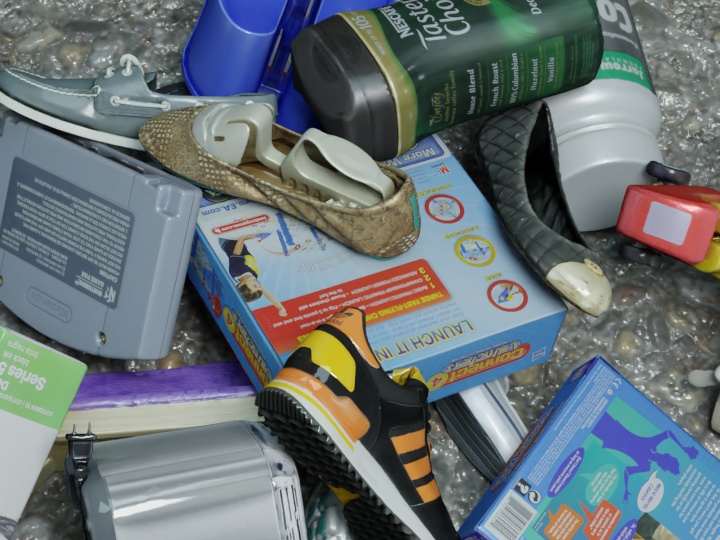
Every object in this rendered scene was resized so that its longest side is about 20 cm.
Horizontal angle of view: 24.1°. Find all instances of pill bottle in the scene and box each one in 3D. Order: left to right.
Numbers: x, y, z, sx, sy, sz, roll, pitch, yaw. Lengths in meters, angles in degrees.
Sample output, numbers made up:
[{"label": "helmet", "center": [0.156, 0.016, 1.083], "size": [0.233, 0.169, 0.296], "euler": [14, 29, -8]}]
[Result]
[{"label": "pill bottle", "center": [0.159, -0.137, 1.255], "size": [0.113, 0.113, 0.200], "euler": [-7, 61, -8]}]

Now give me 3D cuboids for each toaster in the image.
[{"label": "toaster", "center": [-0.104, 0.172, 1.024], "size": [0.129, 0.114, 0.200], "euler": [-11, 105, -17]}]

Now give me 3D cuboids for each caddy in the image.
[{"label": "caddy", "center": [-0.052, -0.174, 1.265], "size": [0.141, 0.105, 0.200], "euler": [22, 44, -6]}]

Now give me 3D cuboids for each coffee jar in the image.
[{"label": "coffee jar", "center": [0.057, -0.145, 1.145], "size": [0.200, 0.085, 0.104], "euler": [-23, 53, -16]}]

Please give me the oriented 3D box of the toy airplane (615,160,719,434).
[{"label": "toy airplane", "center": [0.291, -0.008, 1.146], "size": [0.199, 0.141, 0.200], "euler": [-29, 109, -8]}]

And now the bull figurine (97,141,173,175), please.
[{"label": "bull figurine", "center": [-0.104, -0.041, 1.208], "size": [0.200, 0.065, 0.121], "euler": [34, 57, 10]}]

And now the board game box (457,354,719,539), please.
[{"label": "board game box", "center": [0.180, 0.177, 1.080], "size": [0.200, 0.045, 0.152], "euler": [41, 64, -1]}]

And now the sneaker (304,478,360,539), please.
[{"label": "sneaker", "center": [0.009, 0.214, 1.075], "size": [0.091, 0.078, 0.200], "euler": [8, 61, -18]}]

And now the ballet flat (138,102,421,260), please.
[{"label": "ballet flat", "center": [-0.049, -0.074, 1.090], "size": [0.200, 0.065, 0.071], "euler": [21, 48, 8]}]

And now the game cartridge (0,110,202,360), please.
[{"label": "game cartridge", "center": [-0.189, -0.019, 1.135], "size": [0.200, 0.133, 0.041], "euler": [25, 21, 39]}]

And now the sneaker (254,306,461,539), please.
[{"label": "sneaker", "center": [0.023, 0.107, 1.005], "size": [0.070, 0.200, 0.090], "euler": [9, 55, 48]}]

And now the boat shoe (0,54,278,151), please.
[{"label": "boat shoe", "center": [-0.153, -0.117, 1.164], "size": [0.200, 0.073, 0.062], "euler": [15, 102, -4]}]

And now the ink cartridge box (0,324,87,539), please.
[{"label": "ink cartridge box", "center": [-0.278, 0.117, 1.031], "size": [0.145, 0.084, 0.200], "euler": [19, 81, 35]}]

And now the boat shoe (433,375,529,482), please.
[{"label": "boat shoe", "center": [0.073, 0.056, 1.158], "size": [0.067, 0.074, 0.200], "euler": [-27, 64, -16]}]

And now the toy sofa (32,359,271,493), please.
[{"label": "toy sofa", "center": [-0.143, 0.092, 1.119], "size": [0.200, 0.083, 0.098], "euler": [-4, 61, -6]}]

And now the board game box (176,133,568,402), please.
[{"label": "board game box", "center": [0.000, 0.000, 1.116], "size": [0.200, 0.056, 0.196], "euler": [-17, 54, -24]}]

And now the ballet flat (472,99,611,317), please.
[{"label": "ballet flat", "center": [0.123, -0.046, 1.118], "size": [0.057, 0.066, 0.200], "euler": [-41, 41, 20]}]

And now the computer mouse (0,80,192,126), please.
[{"label": "computer mouse", "center": [-0.185, -0.114, 1.251], "size": [0.200, 0.034, 0.059], "euler": [-11, 42, -15]}]
